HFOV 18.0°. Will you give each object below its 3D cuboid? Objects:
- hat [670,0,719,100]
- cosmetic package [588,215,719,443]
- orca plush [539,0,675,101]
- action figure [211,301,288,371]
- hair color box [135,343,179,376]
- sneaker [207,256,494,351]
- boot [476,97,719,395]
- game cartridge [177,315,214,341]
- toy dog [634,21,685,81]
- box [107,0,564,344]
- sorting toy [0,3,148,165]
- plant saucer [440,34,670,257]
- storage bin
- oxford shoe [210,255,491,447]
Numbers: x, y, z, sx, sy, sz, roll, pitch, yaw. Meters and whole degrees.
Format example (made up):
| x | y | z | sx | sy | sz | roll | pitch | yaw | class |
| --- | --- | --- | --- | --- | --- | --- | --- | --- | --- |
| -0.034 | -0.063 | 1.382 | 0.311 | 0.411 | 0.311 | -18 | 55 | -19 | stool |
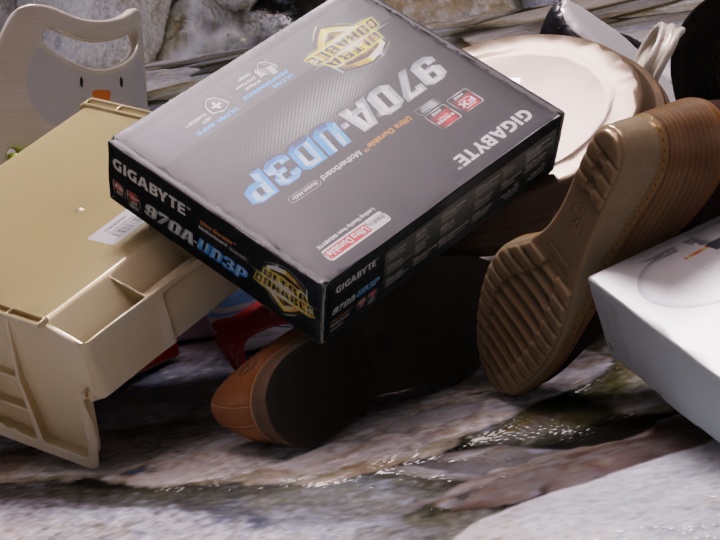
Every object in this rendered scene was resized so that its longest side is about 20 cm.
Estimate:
| x | y | z | sx | sy | sz | roll | pitch | yaw | class |
| --- | --- | --- | --- | --- | --- | --- | --- | --- | --- |
| 0.300 | -0.111 | 1.510 | 0.200 | 0.201 | 0.081 | -6 | 34 | 23 | hat |
| 0.227 | 0.006 | 1.050 | 0.200 | 0.052 | 0.151 | -25 | 27 | -11 | cosmetic package |
| 0.200 | -0.114 | 1.671 | 0.071 | 0.200 | 0.105 | -45 | 31 | 26 | orca plush |
| 0.021 | 0.020 | 1.355 | 0.200 | 0.099 | 0.065 | -33 | 14 | 2 | action figure |
| -0.228 | 0.045 | 1.448 | 0.200 | 0.061 | 0.101 | -3 | 13 | 31 | hair color box |
| 0.000 | 0.000 | 1.421 | 0.200 | 0.073 | 0.072 | -11 | 14 | -2 | sneaker |
| 0.162 | -0.009 | 1.166 | 0.166 | 0.072 | 0.200 | -5 | -38 | -31 | boot |
| -0.108 | 0.011 | 1.580 | 0.133 | 0.041 | 0.200 | -5 | 11 | 10 | game cartridge |
| 0.182 | -0.046 | 1.399 | 0.132 | 0.096 | 0.200 | -53 | 10 | 46 | toy dog |
| -0.013 | -0.063 | 1.233 | 0.159 | 0.046 | 0.200 | 35 | 51 | 27 | box |
| -0.195 | -0.090 | 1.542 | 0.107 | 0.180 | 0.200 | 10 | 10 | 37 | sorting toy |
| 0.083 | -0.080 | 1.335 | 0.200 | 0.029 | 0.200 | -12 | 36 | 9 | plant saucer |
| -0.147 | 0.001 | 1.289 | 0.198 | 0.094 | 0.200 | 16 | 42 | 40 | storage bin |
| 0.001 | 0.038 | 1.232 | 0.200 | 0.071 | 0.071 | -22 | 11 | -40 | oxford shoe |
